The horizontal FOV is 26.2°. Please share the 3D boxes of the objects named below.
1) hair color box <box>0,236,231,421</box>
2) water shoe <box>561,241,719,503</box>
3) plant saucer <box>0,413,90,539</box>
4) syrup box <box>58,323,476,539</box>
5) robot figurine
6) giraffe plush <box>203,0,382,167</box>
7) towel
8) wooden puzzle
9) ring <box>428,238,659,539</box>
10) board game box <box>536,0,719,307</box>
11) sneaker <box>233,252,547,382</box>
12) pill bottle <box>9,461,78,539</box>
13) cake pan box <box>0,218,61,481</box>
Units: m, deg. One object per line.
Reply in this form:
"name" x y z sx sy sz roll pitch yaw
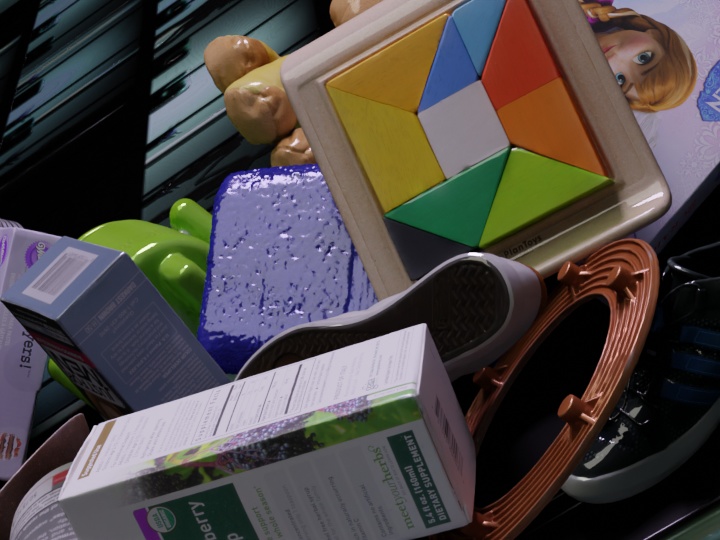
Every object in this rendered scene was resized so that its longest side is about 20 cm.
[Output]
"hair color box" -0.125 0.075 0.956 0.061 0.201 0.099 -46 28 -18
"water shoe" 0.165 0.032 0.799 0.200 0.079 0.071 -42 26 -7
"plant saucer" -0.239 0.184 1.035 0.201 0.034 0.200 -52 0 0
"syrup box" -0.046 0.104 0.796 0.198 0.079 0.082 -18 21 14
"robot figurine" -0.165 0.023 1.185 0.176 0.116 0.199 -54 29 -13
"giraffe plush" 0.001 -0.159 1.203 0.162 0.173 0.200 -42 -8 22
"towel" 0.000 0.000 0.984 0.197 0.050 0.149 -2 61 13
"wooden puzzle" 0.061 -0.083 0.907 0.184 0.202 0.037 -27 -14 16
"ring" 0.090 0.066 0.818 0.201 0.019 0.201 -55 10 15
"board game box" 0.141 -0.111 0.964 0.199 0.041 0.200 37 72 19
"sneaker" 0.020 0.051 0.867 0.199 0.074 0.084 -25 -11 28
"pill bottle" -0.148 0.206 0.875 0.113 0.114 0.201 -33 26 9
"cake pan box" -0.298 0.059 1.242 0.184 0.052 0.203 5 83 60
